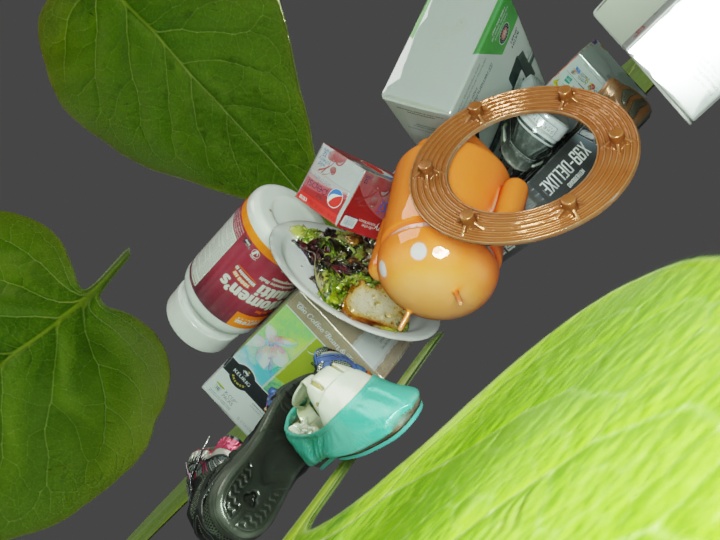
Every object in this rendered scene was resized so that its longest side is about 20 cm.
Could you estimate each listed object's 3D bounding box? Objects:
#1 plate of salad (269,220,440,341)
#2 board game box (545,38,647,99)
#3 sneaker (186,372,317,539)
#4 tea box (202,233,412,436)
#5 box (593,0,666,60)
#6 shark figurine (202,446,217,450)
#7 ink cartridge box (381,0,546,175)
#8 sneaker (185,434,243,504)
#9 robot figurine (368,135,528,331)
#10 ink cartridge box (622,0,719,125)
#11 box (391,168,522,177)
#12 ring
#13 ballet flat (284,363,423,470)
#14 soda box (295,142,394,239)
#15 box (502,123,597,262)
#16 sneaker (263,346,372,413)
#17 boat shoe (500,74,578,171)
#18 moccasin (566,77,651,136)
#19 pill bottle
[{"bbox_3d":[0.000,0.000,1.018,0.048,0.199,0.200,-60,-7,24],"label":"plate of salad"},{"bbox_3d":[0.257,-0.186,1.287,0.200,0.105,0.103,-43,0,33],"label":"board game box"},{"bbox_3d":[-0.088,0.172,0.897,0.114,0.076,0.200,-34,13,46],"label":"sneaker"},{"bbox_3d":[-0.040,0.083,1.135,0.197,0.134,0.200,-44,1,33],"label":"tea box"},{"bbox_3d":[0.359,-0.299,1.058,0.200,0.128,0.109,-44,0,-41],"label":"box"},{"bbox_3d":[-0.120,0.193,1.401,0.214,0.090,0.128,-42,0,24],"label":"shark figurine"},{"bbox_3d":[0.117,-0.188,1.043,0.148,0.083,0.200,-65,-28,-9],"label":"ink cartridge box"},{"bbox_3d":[-0.175,0.253,1.165,0.075,0.080,0.200,-58,4,-30],"label":"sneaker"},{"bbox_3d":[0.079,-0.040,0.914,0.117,0.143,0.201,83,-164,-55],"label":"robot figurine"},{"bbox_3d":[0.315,-0.224,0.807,0.200,0.084,0.145,-44,0,19],"label":"ink cartridge box"},{"bbox_3d":[0.122,-0.092,1.232,0.200,0.158,0.048,-44,2,-9],"label":"box"},{"bbox_3d":[0.136,-0.098,0.842,0.199,0.019,0.201,-13,44,13],"label":"ring"},{"bbox_3d":[-0.019,0.110,0.765,0.067,0.070,0.200,-43,0,-26],"label":"ballet flat"},{"bbox_3d":[0.026,-0.067,1.033,0.199,0.070,0.064,17,-75,-52],"label":"soda box"},{"bbox_3d":[0.182,-0.073,1.068,0.158,0.050,0.200,-45,0,-23],"label":"box"},{"bbox_3d":[-0.075,0.156,0.986,0.200,0.078,0.075,-44,0,-7],"label":"sneaker"},{"bbox_3d":[0.170,-0.147,0.996,0.071,0.072,0.200,-48,-3,21],"label":"boat shoe"},{"bbox_3d":[0.245,-0.155,1.130,0.074,0.078,0.201,-44,0,-21],"label":"moccasin"},{"bbox_3d":[-0.132,0.003,1.129,0.200,0.110,0.110,-44,0,32],"label":"pill bottle"}]
